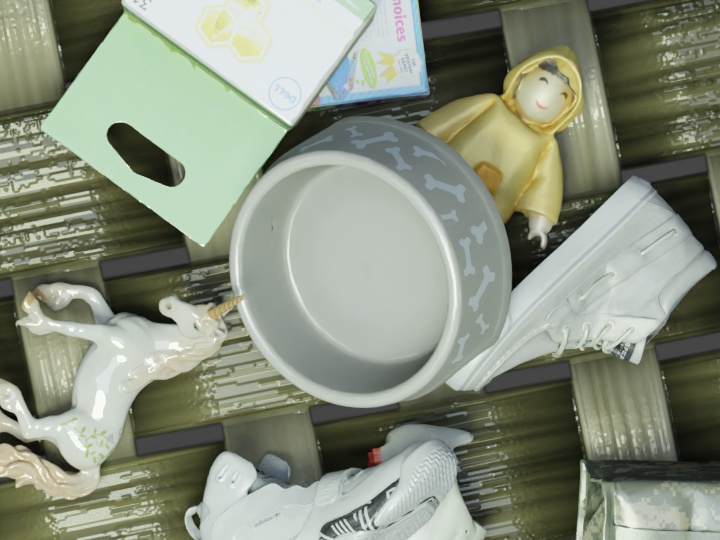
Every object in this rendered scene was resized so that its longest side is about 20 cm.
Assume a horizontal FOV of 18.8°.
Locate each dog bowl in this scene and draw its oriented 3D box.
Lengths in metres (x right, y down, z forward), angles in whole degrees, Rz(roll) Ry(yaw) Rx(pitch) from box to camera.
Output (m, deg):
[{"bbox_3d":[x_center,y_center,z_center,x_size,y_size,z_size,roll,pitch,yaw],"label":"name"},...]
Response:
[{"bbox_3d":[0.000,0.000,1.454,0.199,0.059,0.201,9,110,26],"label":"dog bowl"}]

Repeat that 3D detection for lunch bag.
[{"bbox_3d":[0.228,0.235,1.488,0.163,0.118,0.201,2,95,-4],"label":"lunch bag"}]

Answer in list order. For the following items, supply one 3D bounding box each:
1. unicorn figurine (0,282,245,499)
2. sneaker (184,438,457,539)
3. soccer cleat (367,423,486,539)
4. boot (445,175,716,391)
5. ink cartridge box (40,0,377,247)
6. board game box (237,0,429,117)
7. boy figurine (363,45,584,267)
[{"bbox_3d":[-0.177,0.066,1.496,0.137,0.074,0.200,25,104,-3],"label":"unicorn figurine"},{"bbox_3d":[-0.033,0.153,1.465,0.200,0.075,0.115,-43,67,18],"label":"sneaker"},{"bbox_3d":[0.051,0.205,1.503,0.077,0.069,0.201,-4,87,-6],"label":"soccer cleat"},{"bbox_3d":[0.155,0.033,1.505,0.200,0.074,0.096,-44,85,-4],"label":"boot"},{"bbox_3d":[-0.104,-0.138,1.475,0.145,0.048,0.200,36,85,-2],"label":"ink cartridge box"},{"bbox_3d":[-0.030,-0.213,1.520,0.134,0.034,0.201,-7,90,-3],"label":"board game box"},{"bbox_3d":[0.092,-0.069,1.510,0.124,0.064,0.200,41,91,1],"label":"boy figurine"}]
